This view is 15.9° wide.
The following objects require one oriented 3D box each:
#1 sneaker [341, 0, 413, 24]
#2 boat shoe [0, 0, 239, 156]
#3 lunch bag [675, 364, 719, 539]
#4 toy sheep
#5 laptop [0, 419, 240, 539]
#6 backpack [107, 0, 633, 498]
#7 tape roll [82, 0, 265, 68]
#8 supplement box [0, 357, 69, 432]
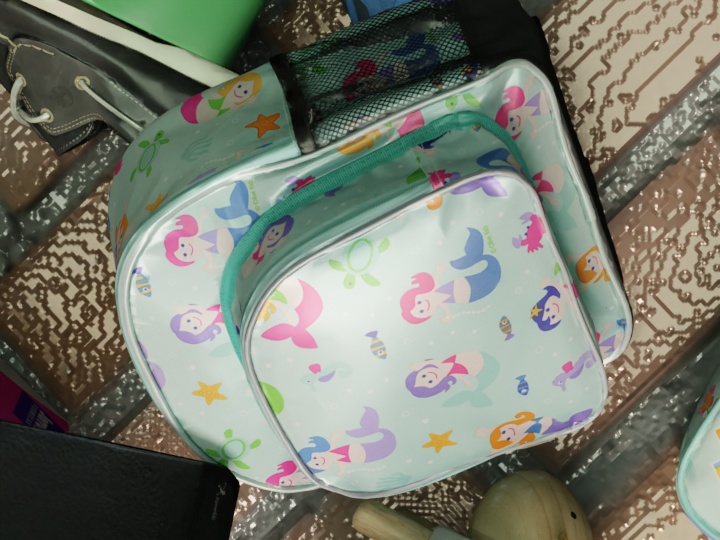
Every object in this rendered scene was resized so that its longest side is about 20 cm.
[{"bbox_3d":[0.013,-0.138,1.096,0.066,0.078,0.201,-29,89,5],"label":"sneaker"},{"bbox_3d":[-0.128,-0.085,1.118,0.199,0.072,0.068,27,94,3],"label":"boat shoe"},{"bbox_3d":[0.234,0.058,1.070,0.160,0.077,0.200,32,95,5],"label":"lunch bag"},{"bbox_3d":[0.038,0.176,1.073,0.137,0.138,0.201,26,90,6],"label":"toy sheep"},{"bbox_3d":[-0.174,0.143,1.037,0.199,0.103,0.178,10,85,25],"label":"laptop"},{"bbox_3d":[0.000,0.000,1.046,0.199,0.151,0.178,-17,126,7],"label":"backpack"},{"bbox_3d":[-0.132,-0.147,1.052,0.200,0.200,0.048,27,94,6],"label":"tape roll"},{"bbox_3d":[-0.231,0.043,1.099,0.103,0.101,0.200,-44,98,4],"label":"supplement box"}]
